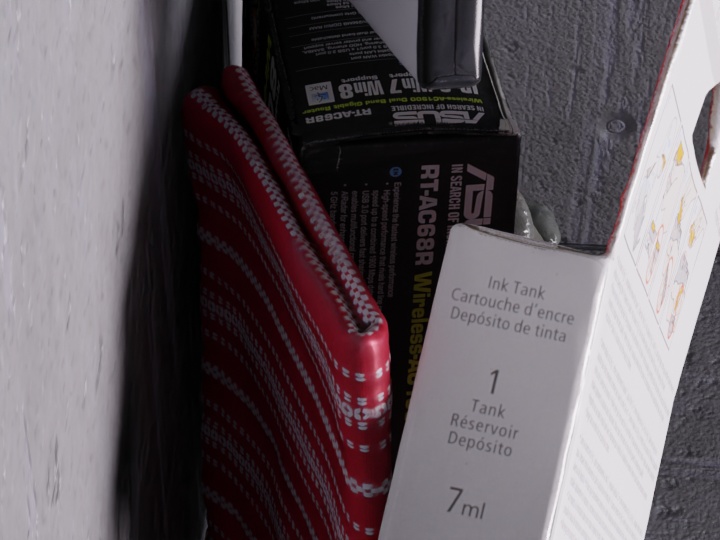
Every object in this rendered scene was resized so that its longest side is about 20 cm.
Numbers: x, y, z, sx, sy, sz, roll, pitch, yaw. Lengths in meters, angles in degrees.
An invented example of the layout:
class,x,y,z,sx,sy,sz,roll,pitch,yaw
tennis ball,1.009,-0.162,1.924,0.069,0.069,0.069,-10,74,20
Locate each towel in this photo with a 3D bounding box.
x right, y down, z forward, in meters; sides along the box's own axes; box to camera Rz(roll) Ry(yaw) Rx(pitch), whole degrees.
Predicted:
class,x,y,z,sx,sy,sz,roll,pitch,yaw
towel,-0.021,0.065,0.762,0.145,0.022,0.201,-120,-154,-54

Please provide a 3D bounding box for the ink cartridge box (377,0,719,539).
class,x,y,z,sx,sy,sz,roll,pitch,yaw
ink cartridge box,0.058,0.018,0.758,0.200,0.045,0.177,52,52,-74

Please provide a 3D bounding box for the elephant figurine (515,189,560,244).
class,x,y,z,sx,sy,sz,roll,pitch,yaw
elephant figurine,0.071,0.008,1.752,0.200,0.155,0.142,-106,-141,-72

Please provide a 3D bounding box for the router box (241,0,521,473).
class,x,y,z,sx,sy,sz,roll,pitch,yaw
router box,0.000,0.000,0.851,0.150,0.062,0.201,-104,-168,-52

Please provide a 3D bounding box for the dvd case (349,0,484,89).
class,x,y,z,sx,sy,sz,roll,pitch,yaw
dvd case,-0.004,-0.146,0.726,0.200,0.017,0.143,-123,-149,-62
